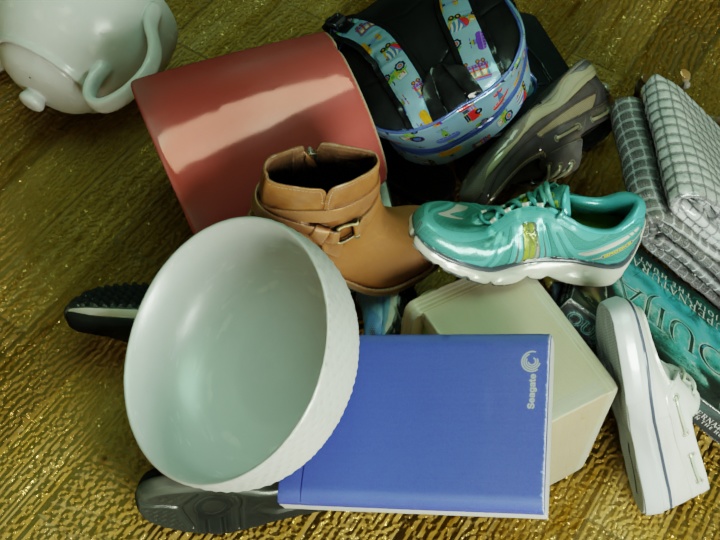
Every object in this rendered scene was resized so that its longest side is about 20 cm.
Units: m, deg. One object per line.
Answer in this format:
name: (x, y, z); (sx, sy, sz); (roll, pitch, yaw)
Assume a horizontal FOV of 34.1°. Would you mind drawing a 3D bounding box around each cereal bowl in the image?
cereal bowl: (-0.078, 0.066, 0.867); (0.198, 0.083, 0.203); (-13, 67, 33)

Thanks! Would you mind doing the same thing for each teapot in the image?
teapot: (-0.281, -0.220, 1.141); (0.196, 0.200, 0.147); (29, 75, -5)

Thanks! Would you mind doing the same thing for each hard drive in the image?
hard drive: (0.042, 0.112, 0.872); (0.197, 0.025, 0.134); (-1, 65, 17)

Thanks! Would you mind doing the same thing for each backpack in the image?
backpack: (0.078, -0.181, 1.086); (0.181, 0.135, 0.201); (-30, 43, 7)

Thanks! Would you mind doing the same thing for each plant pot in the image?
plant pot: (-0.082, -0.108, 1.030); (0.176, 0.201, 0.202); (-23, 57, -4)

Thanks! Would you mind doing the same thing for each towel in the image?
towel: (0.317, -0.062, 1.083); (0.199, 0.085, 0.167); (33, 36, -30)

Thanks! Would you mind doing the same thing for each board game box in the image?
board game box: (0.260, 0.052, 1.008); (0.199, 0.028, 0.136); (36, 39, -6)

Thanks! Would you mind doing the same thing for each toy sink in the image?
toy sink: (0.100, 0.076, 0.975); (0.111, 0.131, 0.201); (-22, 58, -20)

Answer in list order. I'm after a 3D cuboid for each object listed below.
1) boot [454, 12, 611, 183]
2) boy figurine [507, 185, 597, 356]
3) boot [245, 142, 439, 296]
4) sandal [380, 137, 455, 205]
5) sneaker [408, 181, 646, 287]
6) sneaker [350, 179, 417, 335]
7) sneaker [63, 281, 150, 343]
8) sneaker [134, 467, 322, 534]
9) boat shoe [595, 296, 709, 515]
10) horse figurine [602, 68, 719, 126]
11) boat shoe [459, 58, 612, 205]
boot: (0.142, -0.178, 1.204); (0.198, 0.077, 0.169); (-22, 59, -24)
boy figurine: (0.181, -0.002, 1.076); (0.123, 0.065, 0.201); (1, 46, -38)
boot: (-0.001, -0.051, 0.944); (0.197, 0.156, 0.077); (-7, 57, -15)
sandal: (0.001, -0.116, 1.172); (0.199, 0.045, 0.076); (32, 60, 0)
sneaker: (0.133, -0.040, 0.934); (0.197, 0.080, 0.078); (0, 48, -16)
sneaker: (0.000, 0.000, 1.073); (0.089, 0.079, 0.202); (-15, 50, 7)
sneaker: (-0.151, 0.064, 0.987); (0.197, 0.091, 0.070); (2, 14, -1)
sneaker: (-0.088, 0.142, 0.943); (0.197, 0.077, 0.115); (-10, 52, -17)
boat shoe: (0.235, 0.101, 0.933); (0.066, 0.202, 0.074); (-17, 31, -1)
horse figurine: (0.334, -0.151, 1.189); (0.198, 0.133, 0.050); (20, 72, -1)
boat shoe: (0.171, -0.115, 1.081); (0.073, 0.074, 0.200); (46, 66, -2)
